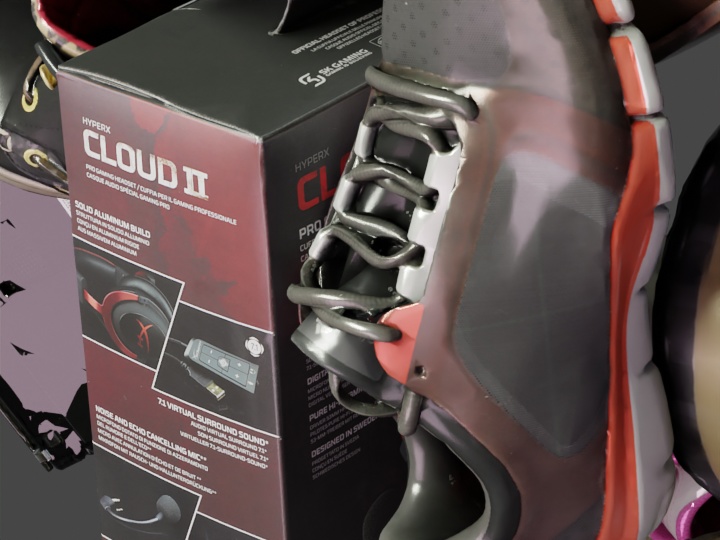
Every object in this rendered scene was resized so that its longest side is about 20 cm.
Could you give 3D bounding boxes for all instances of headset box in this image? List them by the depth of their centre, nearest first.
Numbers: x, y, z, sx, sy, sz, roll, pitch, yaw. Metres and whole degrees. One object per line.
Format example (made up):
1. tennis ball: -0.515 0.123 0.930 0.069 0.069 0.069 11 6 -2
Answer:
1. headset box: 0.000 0.000 0.751 0.075 0.148 0.201 20 125 36

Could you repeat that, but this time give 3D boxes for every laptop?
1. laptop: -0.135 -0.023 1.093 0.200 0.103 0.177 -27 110 29

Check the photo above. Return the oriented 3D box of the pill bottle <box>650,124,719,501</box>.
1. pill bottle: 0.179 0.021 0.663 0.199 0.112 0.112 11 136 34

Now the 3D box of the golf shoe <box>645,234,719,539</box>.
1. golf shoe: 0.094 0.040 0.845 0.200 0.092 0.075 8 137 43

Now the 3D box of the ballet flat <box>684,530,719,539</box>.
1. ballet flat: 0.135 0.109 0.754 0.072 0.068 0.200 19 176 40

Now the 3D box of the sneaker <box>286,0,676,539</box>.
1. sneaker: 0.023 -0.007 0.654 0.077 0.082 0.201 34 140 58

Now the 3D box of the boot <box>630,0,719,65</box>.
1. boot: 0.052 -0.148 0.627 0.201 0.064 0.186 63 154 -7

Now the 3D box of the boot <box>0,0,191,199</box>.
1. boot: -0.078 -0.064 0.884 0.200 0.073 0.151 30 167 13

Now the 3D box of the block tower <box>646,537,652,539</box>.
1. block tower: 0.159 0.094 0.872 0.058 0.054 0.200 52 146 -13
